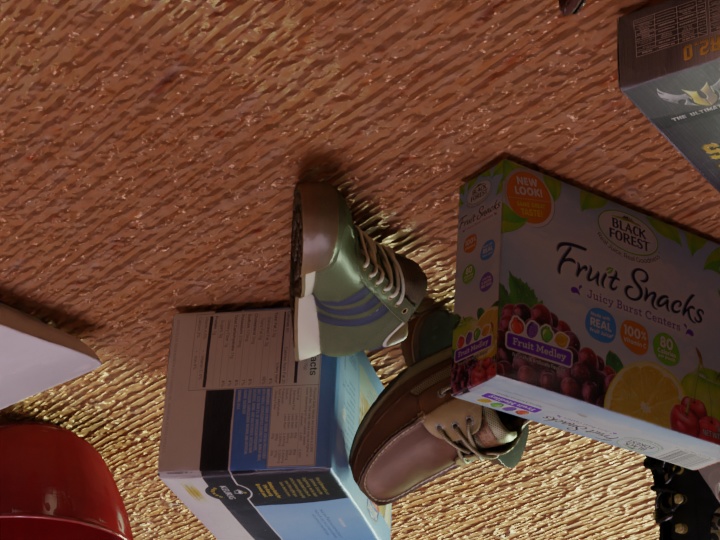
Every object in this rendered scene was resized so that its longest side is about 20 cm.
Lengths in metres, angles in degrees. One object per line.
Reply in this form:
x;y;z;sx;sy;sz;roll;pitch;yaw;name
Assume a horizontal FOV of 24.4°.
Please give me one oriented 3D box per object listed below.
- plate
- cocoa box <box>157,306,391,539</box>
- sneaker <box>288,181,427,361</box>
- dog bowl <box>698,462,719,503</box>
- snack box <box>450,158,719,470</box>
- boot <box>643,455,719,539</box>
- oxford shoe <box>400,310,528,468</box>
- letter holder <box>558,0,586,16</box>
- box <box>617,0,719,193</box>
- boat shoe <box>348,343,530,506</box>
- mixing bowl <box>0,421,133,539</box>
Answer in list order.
-0.328;0.052;1.255;0.199;0.033;0.199;26;146;-38;plate
-0.056;0.127;1.260;0.130;0.134;0.200;-4;152;13;cocoa box
0.000;0.000;1.092;0.089;0.068;0.201;-3;153;-5;sneaker
0.309;0.092;1.129;0.199;0.059;0.201;-29;143;-25;dog bowl
0.152;0.031;1.041;0.199;0.143;0.053;18;151;-29;snack box
0.214;0.127;1.208;0.202;0.155;0.073;13;152;-20;boot
0.063;0.092;1.257;0.071;0.072;0.200;10;153;29;oxford shoe
0.062;-0.201;0.600;0.100;0.143;0.200;7;153;-9;letter holder
0.257;-0.105;0.869;0.199;0.049;0.158;-16;149;31;box
0.077;0.092;1.149;0.200;0.074;0.076;-42;124;9;boat shoe
-0.289;0.199;1.443;0.198;0.109;0.201;-2;152;-1;mixing bowl
